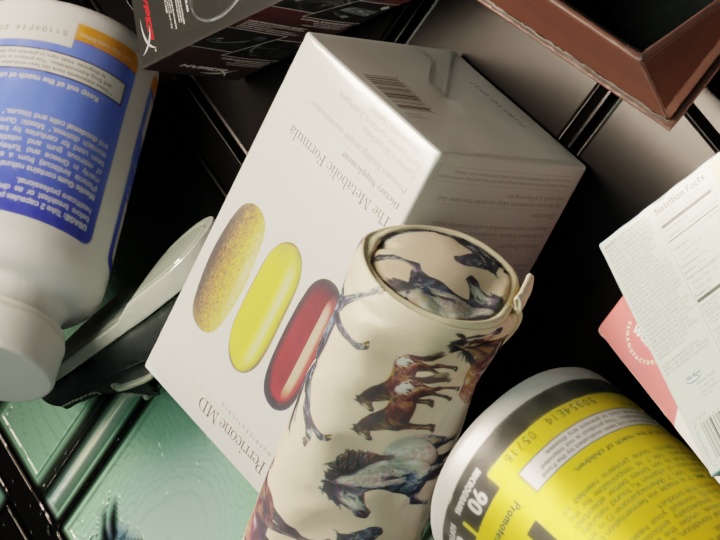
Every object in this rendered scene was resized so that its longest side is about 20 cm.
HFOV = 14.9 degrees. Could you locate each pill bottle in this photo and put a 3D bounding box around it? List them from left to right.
[{"bbox_3d":[-0.183,-0.036,1.483,0.112,0.112,0.200,-13,55,43],"label":"pill bottle"},{"bbox_3d":[0.133,0.141,1.215,0.200,0.114,0.114,40,115,38],"label":"pill bottle"}]

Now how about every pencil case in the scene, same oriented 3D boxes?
[{"bbox_3d":[0.011,0.075,1.271,0.078,0.089,0.200,-80,10,-62],"label":"pencil case"}]

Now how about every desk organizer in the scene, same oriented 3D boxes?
[{"bbox_3d":[0.080,-0.156,1.258,0.200,0.077,0.072,37,85,23],"label":"desk organizer"}]

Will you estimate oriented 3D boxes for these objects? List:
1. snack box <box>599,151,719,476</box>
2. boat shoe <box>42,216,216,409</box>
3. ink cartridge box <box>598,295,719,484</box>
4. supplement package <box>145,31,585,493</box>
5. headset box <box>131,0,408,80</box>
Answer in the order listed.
[{"bbox_3d":[0.197,-0.014,1.119,0.200,0.037,0.116,-39,64,35],"label":"snack box"},{"bbox_3d":[-0.115,0.040,1.491,0.060,0.076,0.200,44,145,-9],"label":"boat shoe"},{"bbox_3d":[0.206,-0.007,1.183,0.117,0.067,0.200,52,121,32],"label":"ink cartridge box"},{"bbox_3d":[0.000,0.000,1.352,0.114,0.109,0.200,44,117,36],"label":"supplement package"},{"bbox_3d":[-0.034,-0.201,1.418,0.200,0.077,0.149,-21,74,40],"label":"headset box"}]
